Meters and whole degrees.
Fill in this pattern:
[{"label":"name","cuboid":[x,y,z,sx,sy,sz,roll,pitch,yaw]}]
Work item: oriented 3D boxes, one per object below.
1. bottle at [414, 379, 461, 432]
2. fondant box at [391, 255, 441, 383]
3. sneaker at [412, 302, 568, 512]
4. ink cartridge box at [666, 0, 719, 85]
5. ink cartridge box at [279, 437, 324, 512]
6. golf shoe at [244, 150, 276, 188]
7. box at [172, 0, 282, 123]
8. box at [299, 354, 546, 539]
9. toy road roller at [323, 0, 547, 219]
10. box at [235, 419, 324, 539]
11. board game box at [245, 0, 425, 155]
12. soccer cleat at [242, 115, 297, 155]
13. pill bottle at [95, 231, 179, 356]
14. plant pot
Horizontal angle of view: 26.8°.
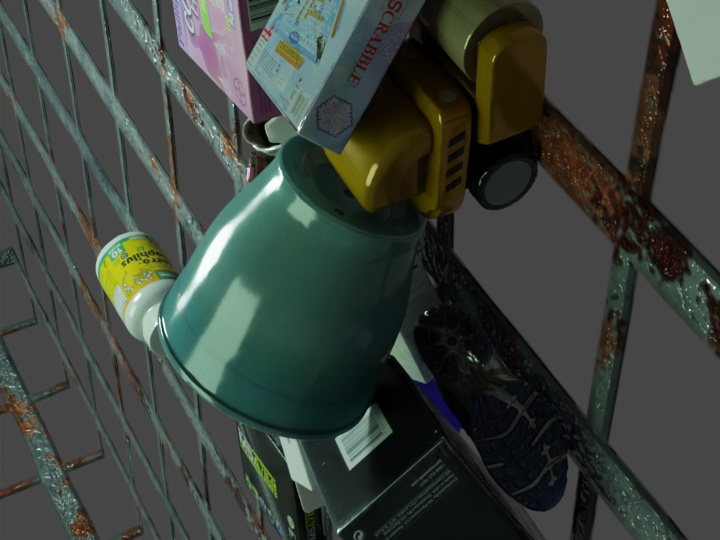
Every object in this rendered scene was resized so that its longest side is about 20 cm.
[{"label":"bottle","cuboid":[0.033,0.125,1.539,0.200,0.065,0.085,18,126,66]},{"label":"fondant box","cuboid":[0.000,0.000,1.423,0.144,0.058,0.202,14,136,56]},{"label":"sneaker","cuboid":[0.119,0.123,1.322,0.201,0.076,0.085,60,174,22]},{"label":"ink cartridge box","cuboid":[0.204,-0.208,0.694,0.125,0.127,0.203,-14,94,70]},{"label":"ink cartridge box","cuboid":[-0.031,0.163,1.670,0.068,0.114,0.203,11,119,67]},{"label":"golf shoe","cuboid":[-0.068,-0.076,1.603,0.200,0.091,0.074,57,-141,-85]},{"label":"box","cuboid":[-0.115,-0.277,1.511,0.200,0.096,0.178,48,151,47]},{"label":"box","cuboid":[0.063,0.210,1.296,0.199,0.123,0.200,48,-177,-19]},{"label":"toy road roller","cuboid":[0.051,-0.128,1.141,0.123,0.144,0.202,53,154,38]},{"label":"box","cuboid":[-0.114,0.276,2.092,0.200,0.047,0.195,48,153,46]},{"label":"board game box","cuboid":[-0.008,-0.211,1.155,0.201,0.041,0.200,-60,24,12]},{"label":"soccer cleat","cuboid":[-0.096,-0.154,1.602,0.200,0.077,0.070,1,109,69]},{"label":"pill bottle","cuboid":[-0.324,0.039,2.328,0.200,0.112,0.114,52,153,43]},{"label":"plant pot","cuboid":[-0.042,0.001,1.244,0.201,0.198,0.189,55,129,35]}]
